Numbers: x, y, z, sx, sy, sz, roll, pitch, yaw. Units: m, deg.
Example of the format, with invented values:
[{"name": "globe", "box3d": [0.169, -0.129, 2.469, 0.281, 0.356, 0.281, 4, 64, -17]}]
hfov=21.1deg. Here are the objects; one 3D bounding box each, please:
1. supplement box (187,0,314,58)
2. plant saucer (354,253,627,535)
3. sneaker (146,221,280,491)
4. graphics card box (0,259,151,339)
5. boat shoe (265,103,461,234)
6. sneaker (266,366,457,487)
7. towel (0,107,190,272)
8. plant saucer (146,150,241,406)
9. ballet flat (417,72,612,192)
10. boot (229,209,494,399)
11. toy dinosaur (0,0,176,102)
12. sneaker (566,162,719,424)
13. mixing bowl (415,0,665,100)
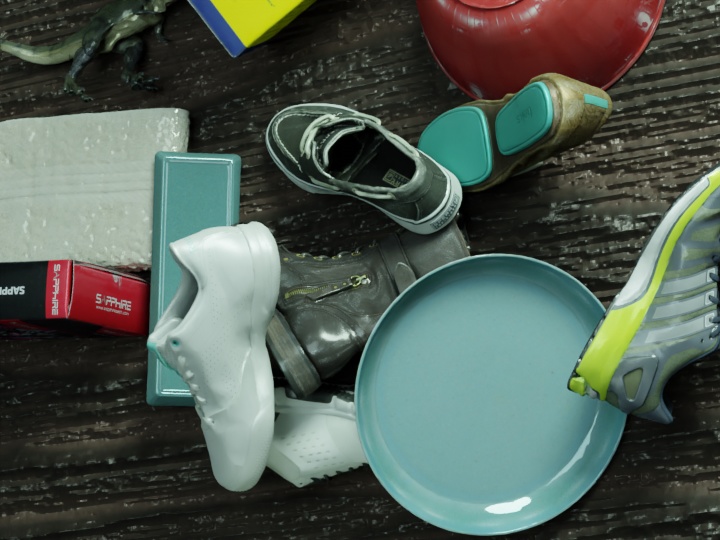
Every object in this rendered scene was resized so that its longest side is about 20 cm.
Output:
[{"name": "supplement box", "box3d": [-0.044, -0.269, 1.466, 0.199, 0.109, 0.110, -37, 94, 14]}, {"name": "plant saucer", "box3d": [0.091, 0.086, 1.364, 0.198, 0.027, 0.202, -2, 100, -10]}, {"name": "sneaker", "box3d": [-0.110, 0.064, 1.379, 0.075, 0.088, 0.202, -146, 54, -59]}, {"name": "graphics card box", "box3d": [-0.281, 0.025, 1.538, 0.198, 0.125, 0.051, -1, 82, 23]}, {"name": "boat shoe", "box3d": [-0.009, -0.090, 1.443, 0.199, 0.064, 0.071, 25, 81, 43]}, {"name": "sneaker", "box3d": [-0.014, 0.124, 1.443, 0.198, 0.074, 0.081, 7, 100, 29]}, {"name": "towel", "box3d": [-0.229, -0.061, 1.579, 0.198, 0.034, 0.134, -1, 83, 23]}, {"name": "plant saucer", "box3d": [-0.130, 0.005, 1.514, 0.069, 0.019, 0.202, 2, 81, -8]}, {"name": "ballet flat", "box3d": [0.116, -0.098, 1.394, 0.200, 0.072, 0.069, -25, 70, 61]}, {"name": "boot", "box3d": [0.000, 0.000, 1.446, 0.173, 0.069, 0.201, -29, 44, -1]}, {"name": "toy dinosaur", "box3d": [-0.209, -0.183, 1.581, 0.198, 0.047, 0.089, -20, 60, 21]}, {"name": "sneaker", "box3d": [0.222, 0.013, 1.312, 0.081, 0.074, 0.201, 31, 104, 7]}, {"name": "mixing bowl", "box3d": [0.116, -0.223, 1.406, 0.198, 0.108, 0.202, -3, 81, 23]}]
